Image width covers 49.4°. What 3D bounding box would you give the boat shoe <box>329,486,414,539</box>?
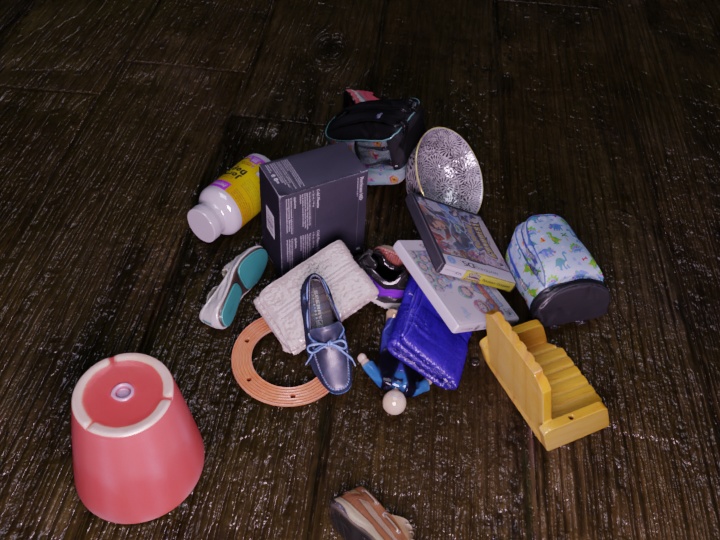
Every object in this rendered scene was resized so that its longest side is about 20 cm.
[{"bbox_3d":[0.042,0.376,1.095,0.073,0.077,0.199,-30,55,-34],"label":"boat shoe"}]

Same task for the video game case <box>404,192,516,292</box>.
[{"bbox_3d":[0.186,-0.054,1.462,0.178,0.026,0.202,14,38,-30],"label":"video game case"}]

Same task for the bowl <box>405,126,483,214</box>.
[{"bbox_3d":[0.155,-0.184,1.615,0.093,0.203,0.201,-16,23,48],"label":"bowl"}]

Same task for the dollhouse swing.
[{"bbox_3d":[0.304,0.148,1.268,0.178,0.178,0.201,-16,47,-19],"label":"dollhouse swing"}]

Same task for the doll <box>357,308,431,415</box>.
[{"bbox_3d":[0.060,0.159,1.325,0.133,0.049,0.203,15,45,-7],"label":"doll"}]

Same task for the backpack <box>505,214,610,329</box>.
[{"bbox_3d":[0.355,-0.008,1.462,0.159,0.157,0.201,-6,32,-15],"label":"backpack"}]

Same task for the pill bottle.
[{"bbox_3d":[-0.251,-0.142,1.558,0.103,0.106,0.200,26,49,21],"label":"pill bottle"}]

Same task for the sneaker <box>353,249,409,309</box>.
[{"bbox_3d":[0.000,0.000,1.440,0.196,0.101,0.070,13,43,8],"label":"sneaker"}]

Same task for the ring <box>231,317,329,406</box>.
[{"bbox_3d":[-0.123,0.151,1.341,0.195,0.019,0.203,3,45,-3],"label":"ring"}]

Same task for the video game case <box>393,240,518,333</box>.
[{"bbox_3d":[0.171,0.023,1.393,0.180,0.024,0.202,-1,48,-45],"label":"video game case"}]

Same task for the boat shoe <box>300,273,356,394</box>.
[{"bbox_3d":[-0.065,0.104,1.288,0.083,0.069,0.204,-19,75,-11],"label":"boat shoe"}]

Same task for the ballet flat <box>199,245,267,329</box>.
[{"bbox_3d":[-0.237,0.024,1.432,0.068,0.070,0.202,15,47,11],"label":"ballet flat"}]

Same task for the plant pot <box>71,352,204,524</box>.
[{"bbox_3d":[-0.331,0.231,1.134,0.195,0.180,0.203,2,44,-2],"label":"plant pot"}]

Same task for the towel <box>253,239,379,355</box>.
[{"bbox_3d":[-0.078,0.047,1.372,0.198,0.035,0.133,-33,66,-13],"label":"towel"}]

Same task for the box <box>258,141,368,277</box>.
[{"bbox_3d":[-0.089,-0.114,1.477,0.179,0.203,0.105,-18,48,-21],"label":"box"}]

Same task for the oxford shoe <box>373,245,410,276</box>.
[{"bbox_3d":[0.116,0.000,1.478,0.197,0.072,0.074,28,44,6],"label":"oxford shoe"}]

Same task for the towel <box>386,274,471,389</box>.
[{"bbox_3d":[0.131,0.094,1.353,0.146,0.050,0.202,33,42,-8],"label":"towel"}]

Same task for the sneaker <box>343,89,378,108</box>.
[{"bbox_3d":[0.034,-0.366,1.825,0.085,0.075,0.201,-14,49,-23],"label":"sneaker"}]

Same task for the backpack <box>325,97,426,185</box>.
[{"bbox_3d":[0.029,-0.278,1.672,0.196,0.155,0.177,9,46,24],"label":"backpack"}]
